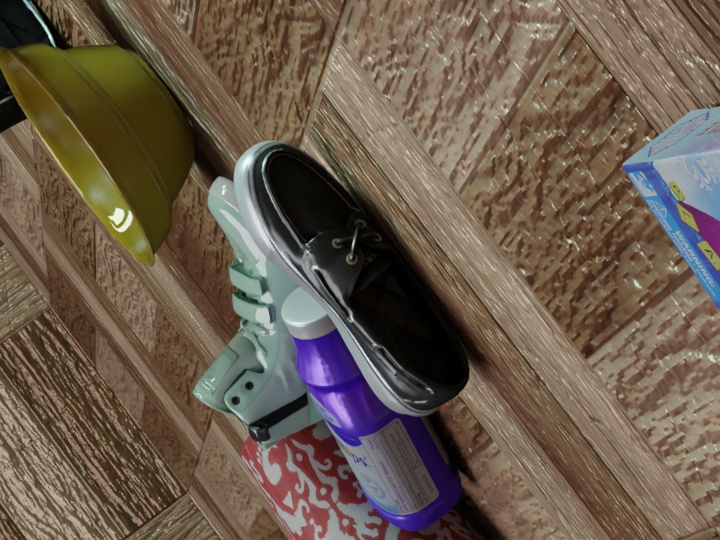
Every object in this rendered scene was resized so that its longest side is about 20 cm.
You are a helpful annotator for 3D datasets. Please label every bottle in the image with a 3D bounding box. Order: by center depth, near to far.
[{"bbox_3d":[0.005,0.093,1.819,0.084,0.065,0.200,41,163,52],"label":"bottle"}]

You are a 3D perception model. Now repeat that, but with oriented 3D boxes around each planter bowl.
[{"bbox_3d":[-0.182,-0.107,1.944,0.200,0.083,0.200,51,168,16],"label":"planter bowl"}]

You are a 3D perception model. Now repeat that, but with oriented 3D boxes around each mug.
[{"bbox_3d":[0.007,0.198,1.971,0.200,0.133,0.178,53,168,20],"label":"mug"}]

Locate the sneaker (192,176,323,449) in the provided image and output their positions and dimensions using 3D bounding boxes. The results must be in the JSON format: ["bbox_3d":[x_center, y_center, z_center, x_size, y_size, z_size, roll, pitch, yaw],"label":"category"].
[{"bbox_3d":[-0.083,0.038,1.878,0.200,0.118,0.074,59,169,-19],"label":"sneaker"}]

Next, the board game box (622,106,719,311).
[{"bbox_3d":[0.192,0.027,0.914,0.200,0.041,0.200,55,169,-6],"label":"board game box"}]

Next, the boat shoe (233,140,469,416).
[{"bbox_3d":[0.000,0.000,1.592,0.200,0.069,0.057,54,150,-6],"label":"boat shoe"}]

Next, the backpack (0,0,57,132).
[{"bbox_3d":[-0.366,-0.197,2.201,0.200,0.177,0.151,57,164,6],"label":"backpack"}]
